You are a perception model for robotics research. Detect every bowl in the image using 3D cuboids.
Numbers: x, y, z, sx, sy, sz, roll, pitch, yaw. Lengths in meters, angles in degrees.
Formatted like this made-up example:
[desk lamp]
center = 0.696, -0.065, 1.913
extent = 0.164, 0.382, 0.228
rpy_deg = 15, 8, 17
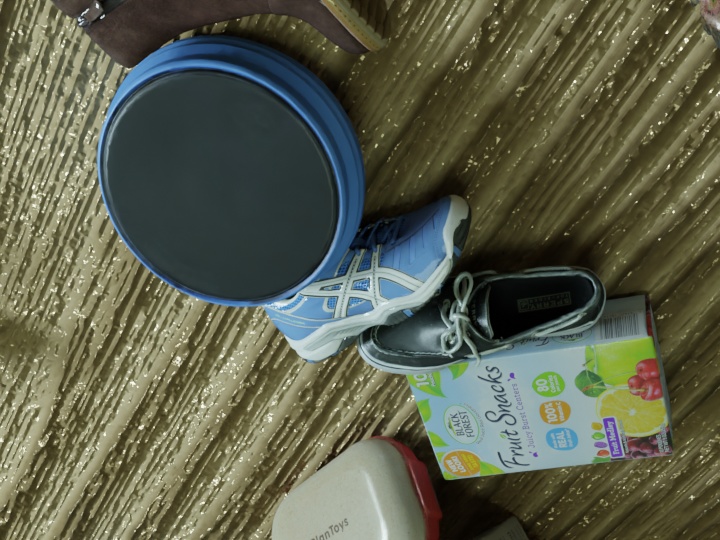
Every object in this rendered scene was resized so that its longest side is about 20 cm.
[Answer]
[bowl]
center = -0.095, -0.064, 0.916
extent = 0.198, 0.039, 0.203
rpy_deg = 7, 120, 13

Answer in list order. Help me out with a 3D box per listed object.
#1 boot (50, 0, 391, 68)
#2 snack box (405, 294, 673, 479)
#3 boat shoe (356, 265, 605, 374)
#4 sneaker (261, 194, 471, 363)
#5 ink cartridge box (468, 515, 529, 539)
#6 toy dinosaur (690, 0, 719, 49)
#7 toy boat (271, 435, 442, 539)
[boot]
center = -0.095, -0.181, 0.827
extent = 0.200, 0.073, 0.166
rpy_deg = 43, 125, -19
[snack box]
center = 0.149, 0.100, 1.058
extent = 0.197, 0.053, 0.143
rpy_deg = -8, 129, 15
[boat shoe]
center = 0.088, 0.036, 0.979
extent = 0.196, 0.075, 0.068
rpy_deg = -7, 172, 12
[sneaker]
center = 0.000, 0.000, 0.971
extent = 0.199, 0.076, 0.077
rpy_deg = -35, 116, 31
[ink cartridge box]
center = 0.085, 0.340, 1.147
extent = 0.146, 0.199, 0.148
rpy_deg = -37, 80, 27
[toy dinosaur]
center = 0.260, -0.142, 0.812
extent = 0.134, 0.087, 0.201
rpy_deg = 10, 150, 12
[toy boat]
center = 0.012, 0.242, 1.177
extent = 0.130, 0.132, 0.200
rpy_deg = 10, 141, -43
